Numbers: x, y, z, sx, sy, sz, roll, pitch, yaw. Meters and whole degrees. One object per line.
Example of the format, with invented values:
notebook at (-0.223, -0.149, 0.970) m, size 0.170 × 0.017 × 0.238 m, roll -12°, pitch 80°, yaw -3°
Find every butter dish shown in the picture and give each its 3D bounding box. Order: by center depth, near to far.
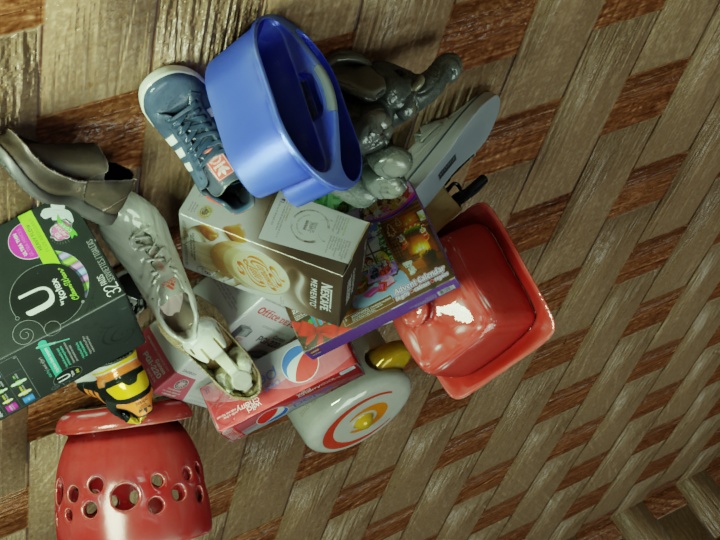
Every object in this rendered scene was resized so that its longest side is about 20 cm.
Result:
butter dish at (0.105, 0.043, 1.755) m, size 0.199 × 0.200 × 0.148 m, roll -39°, pitch 160°, yaw 34°

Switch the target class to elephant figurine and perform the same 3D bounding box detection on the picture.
elephant figurine at (0.008, -0.179, 1.574) m, size 0.155 × 0.200 × 0.141 m, roll 34°, pitch 139°, yaw -28°

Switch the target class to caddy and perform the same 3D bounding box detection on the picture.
caddy at (-0.069, -0.162, 1.428) m, size 0.105 × 0.201 × 0.141 m, roll -29°, pitch 160°, yaw 27°

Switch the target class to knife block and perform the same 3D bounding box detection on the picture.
knife block at (0.081, -0.077, 1.792) m, size 0.175 × 0.064 × 0.200 m, roll -41°, pitch -178°, yaw 17°

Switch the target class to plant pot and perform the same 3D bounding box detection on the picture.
plant pot at (-0.301, 0.262, 1.826) m, size 0.200 × 0.183 × 0.200 m, roll -8°, pitch 178°, yaw 0°

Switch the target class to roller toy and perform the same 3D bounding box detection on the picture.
roller toy at (-0.022, 0.176, 2.100) m, size 0.200 × 0.140 × 0.183 m, roll -27°, pitch 153°, yaw -16°

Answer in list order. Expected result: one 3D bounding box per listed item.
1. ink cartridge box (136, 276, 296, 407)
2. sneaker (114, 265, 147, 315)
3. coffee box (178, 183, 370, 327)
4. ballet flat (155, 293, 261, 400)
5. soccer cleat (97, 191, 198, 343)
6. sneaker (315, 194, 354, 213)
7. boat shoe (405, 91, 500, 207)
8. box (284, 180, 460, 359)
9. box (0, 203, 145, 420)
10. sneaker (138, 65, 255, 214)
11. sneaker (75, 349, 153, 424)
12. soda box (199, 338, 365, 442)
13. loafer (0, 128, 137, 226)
ink cartridge box at (-0.177, 0.078, 1.823) m, size 0.200 × 0.085 × 0.146 m, roll -42°, pitch 153°, yaw 11°
sneaker at (-0.295, 0.061, 1.654) m, size 0.200 × 0.088 × 0.076 m, roll -29°, pitch 152°, yaw -13°
coffee box at (-0.098, -0.029, 1.597) m, size 0.115 × 0.199 × 0.080 m, roll 95°, pitch 18°, yaw -58°
ballet flat at (-0.174, 0.094, 1.703) m, size 0.071 × 0.065 × 0.200 m, roll -46°, pitch 137°, yaw -4°
soccer cleat at (-0.228, -0.005, 1.567) m, size 0.069 × 0.078 × 0.200 m, roll -30°, pitch 125°, yaw -7°
sneaker at (-0.026, -0.098, 1.708) m, size 0.083 × 0.074 × 0.200 m, roll -34°, pitch 154°, yaw 8°
boat shoe at (0.096, -0.158, 1.759) m, size 0.200 × 0.065 × 0.074 m, roll -47°, pitch 152°, yaw -23°
box at (0.000, 0.000, 1.670) m, size 0.200 × 0.137 × 0.039 m, roll -27°, pitch 158°, yaw 6°
box at (-0.353, 0.043, 1.484) m, size 0.200 × 0.149 × 0.124 m, roll -28°, pitch 154°, yaw -12°
sneaker at (-0.160, -0.131, 1.469) m, size 0.075 × 0.085 × 0.200 m, roll -34°, pitch 143°, yaw 3°
sneaker at (-0.298, 0.151, 1.730) m, size 0.070 × 0.090 × 0.200 m, roll -26°, pitch 180°, yaw -20°
soda box at (-0.100, 0.142, 1.812) m, size 0.200 × 0.070 × 0.063 m, roll -27°, pitch 160°, yaw 3°
loafer at (-0.294, -0.106, 1.406) m, size 0.071 × 0.073 × 0.200 m, roll -49°, pitch 157°, yaw 6°
